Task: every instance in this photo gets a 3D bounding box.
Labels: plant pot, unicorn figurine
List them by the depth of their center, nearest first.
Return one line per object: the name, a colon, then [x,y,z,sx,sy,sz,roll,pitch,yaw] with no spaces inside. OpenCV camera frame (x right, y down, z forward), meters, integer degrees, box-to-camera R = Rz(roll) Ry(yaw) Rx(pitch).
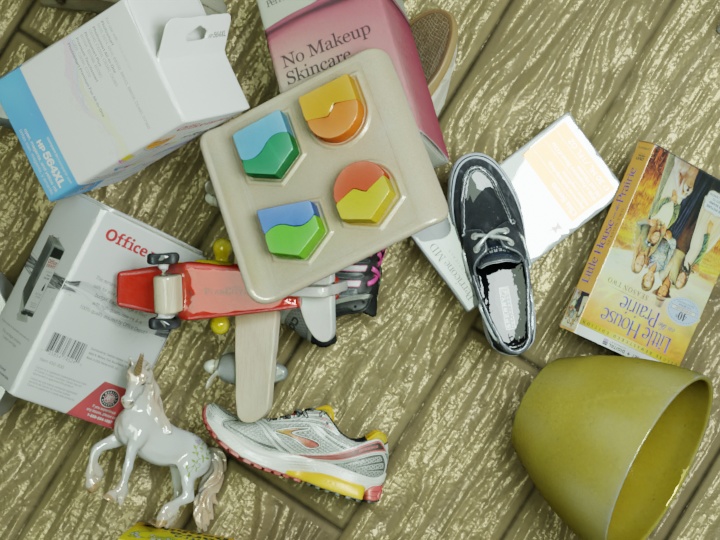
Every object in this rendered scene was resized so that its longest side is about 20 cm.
plant pot: [0.232,0.161,1.444,0.141,0.200,0.201,28,90,28]
unicorn figurine: [-0.209,0.175,1.480,0.073,0.200,0.138,17,74,42]

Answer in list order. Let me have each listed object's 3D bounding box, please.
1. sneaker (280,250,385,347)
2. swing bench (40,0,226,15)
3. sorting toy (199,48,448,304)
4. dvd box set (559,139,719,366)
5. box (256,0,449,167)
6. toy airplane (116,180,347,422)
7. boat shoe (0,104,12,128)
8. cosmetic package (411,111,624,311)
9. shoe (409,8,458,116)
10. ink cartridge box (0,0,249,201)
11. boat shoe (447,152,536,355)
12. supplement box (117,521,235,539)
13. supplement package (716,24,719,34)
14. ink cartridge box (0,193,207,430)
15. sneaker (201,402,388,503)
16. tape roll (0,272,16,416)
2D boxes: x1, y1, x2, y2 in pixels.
sneaker: [0.000,0.000,1.501,0.200,0.074,0.087,-45,87,6]
swing bench: [-0.223,-0.359,1.480,0.198,0.130,0.201,9,89,2]
sorting toy: [-0.039,-0.090,1.355,0.199,0.036,0.187,-24,69,11]
dvd box set: [0.295,-0.009,1.473,0.145,0.029,0.202,24,90,-30]
box: [-0.008,-0.187,1.450,0.127,0.109,0.202,-20,72,14]
toy airplane: [-0.109,0.015,1.438,0.199,0.141,0.200,44,89,-6]
boat shoe: [-0.309,-0.175,1.516,0.197,0.074,0.069,7,87,0]
cosmetic package: [0.157,-0.058,1.494,0.199,0.071,0.102,-38,88,2]
shoe: [0.046,-0.172,1.516,0.069,0.053,0.201,24,86,23]
ink cartridge box: [-0.213,-0.170,1.388,0.199,0.128,0.126,-25,91,28]
boat shoe: [0.129,-0.016,1.425,0.071,0.068,0.202,-10,89,2]
supplement box: [-0.198,0.367,1.485,0.108,0.110,0.202,9,90,2]
supplement package: [0.471,-0.273,1.460,0.200,0.117,0.117,-42,88,1]
ink cartridge box: [-0.265,0.038,1.471,0.083,0.146,0.201,27,89,45]
sneaker: [-0.065,0.170,1.505,0.198,0.078,0.083,18,86,-7]
tape roll: [-0.442,0.078,1.520,0.200,0.071,0.205,0,90,2]
